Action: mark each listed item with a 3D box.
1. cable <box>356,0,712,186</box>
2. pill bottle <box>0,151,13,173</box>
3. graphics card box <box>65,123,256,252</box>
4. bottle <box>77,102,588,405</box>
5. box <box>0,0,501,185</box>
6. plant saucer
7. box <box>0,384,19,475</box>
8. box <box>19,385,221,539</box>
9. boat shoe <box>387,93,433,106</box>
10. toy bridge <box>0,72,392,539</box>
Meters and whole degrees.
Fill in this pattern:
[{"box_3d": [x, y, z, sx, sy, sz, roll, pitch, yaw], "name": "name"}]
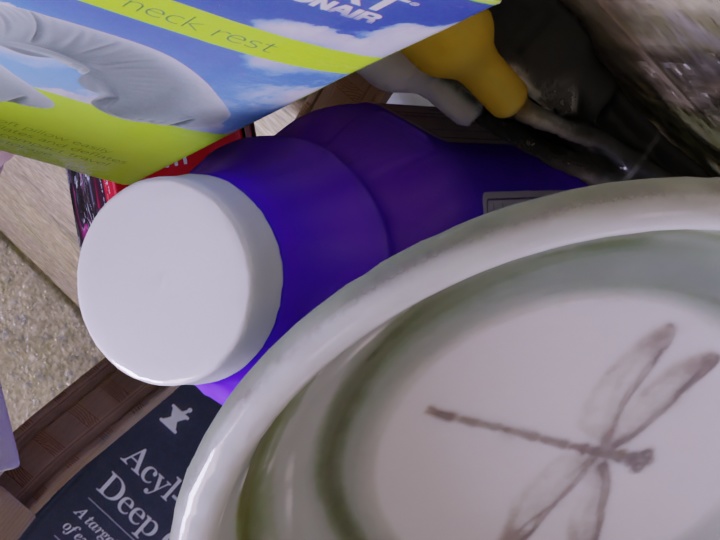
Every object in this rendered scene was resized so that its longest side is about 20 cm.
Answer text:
[{"box_3d": [0.046, -0.028, 0.703, 0.200, 0.050, 0.097, 45, 169, -11], "name": "cable"}, {"box_3d": [-0.138, -0.090, 0.847, 0.104, 0.104, 0.200, 41, 152, 14], "name": "pill bottle"}, {"box_3d": [-0.073, -0.054, 0.956, 0.200, 0.050, 0.126, 170, 89, -82], "name": "graphics card box"}, {"box_3d": [0.000, 0.000, 0.719, 0.065, 0.084, 0.200, 31, -165, 23], "name": "bottle"}, {"box_3d": [-0.055, -0.073, 0.599, 0.121, 0.048, 0.200, 15, 162, -26], "name": "box"}, {"box_3d": [0.051, 0.046, 0.663, 0.200, 0.199, 0.050, 50, -164, -41], "name": "plant saucer"}, {"box_3d": [-0.185, -0.027, 0.711, 0.127, 0.109, 0.201, -14, 90, 41], "name": "box"}, {"box_3d": [-0.022, 0.087, 1.099, 0.148, 0.200, 0.107, 42, 171, -4], "name": "box"}, {"box_3d": [-0.002, 0.008, 0.930, 0.071, 0.091, 0.200, 33, 165, 5], "name": "boat shoe"}, {"box_3d": [-0.048, 0.000, 0.784, 0.027, 0.200, 0.067, 37, 173, 18], "name": "toy bridge"}]
